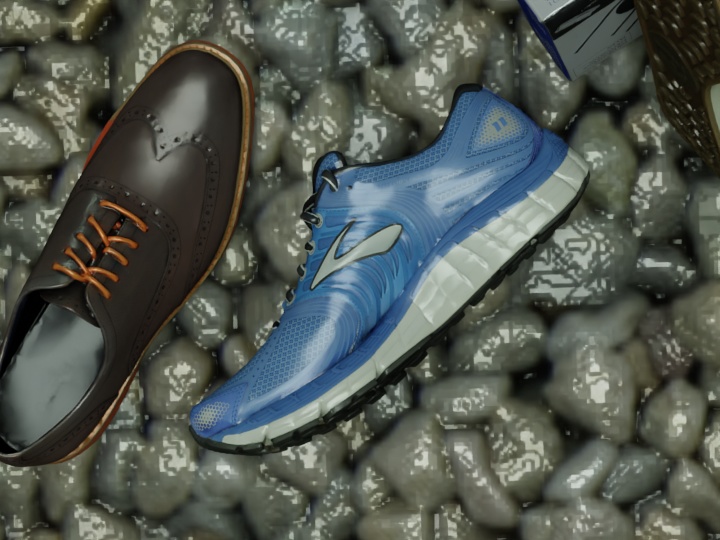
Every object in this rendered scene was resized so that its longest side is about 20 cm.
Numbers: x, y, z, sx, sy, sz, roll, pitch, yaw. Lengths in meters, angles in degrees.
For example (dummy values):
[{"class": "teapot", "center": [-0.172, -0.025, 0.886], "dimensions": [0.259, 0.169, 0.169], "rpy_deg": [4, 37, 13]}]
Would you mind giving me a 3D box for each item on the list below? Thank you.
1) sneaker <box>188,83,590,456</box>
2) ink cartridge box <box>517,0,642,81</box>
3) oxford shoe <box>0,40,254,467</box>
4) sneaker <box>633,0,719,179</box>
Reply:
[{"class": "sneaker", "center": [0.000, 0.000, 0.974], "dimensions": [0.200, 0.079, 0.089], "rpy_deg": [-43, 83, -3]}, {"class": "ink cartridge box", "center": [0.152, -0.159, 0.935], "dimensions": [0.200, 0.094, 0.044], "rpy_deg": [-34, 75, 4]}, {"class": "oxford shoe", "center": [-0.102, -0.004, 0.974], "dimensions": [0.071, 0.073, 0.200], "rpy_deg": [24, 94, 3]}, {"class": "sneaker", "center": [0.160, -0.109, 0.898], "dimensions": [0.090, 0.200, 0.067], "rpy_deg": [-36, 66, -4]}]
